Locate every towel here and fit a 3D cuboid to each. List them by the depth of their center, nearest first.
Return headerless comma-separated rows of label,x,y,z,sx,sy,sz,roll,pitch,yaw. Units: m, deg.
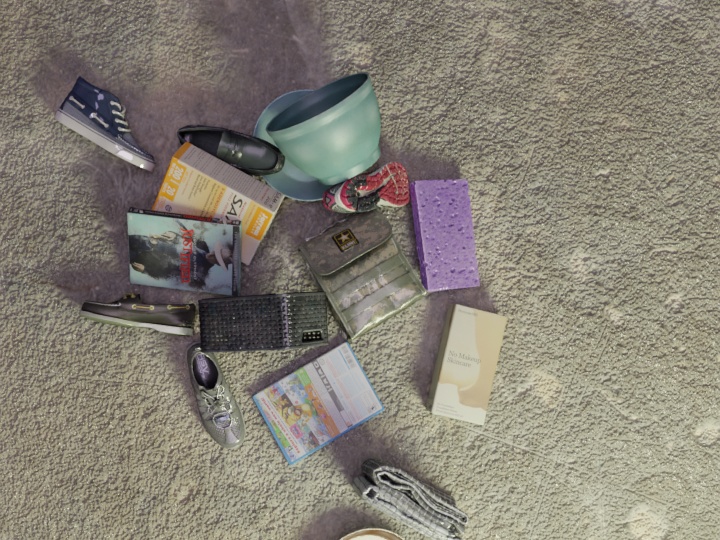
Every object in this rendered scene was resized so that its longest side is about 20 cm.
towel,0.090,0.401,1.708,0.199,0.166,0.086,30,79,-4

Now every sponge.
sponge,0.154,-0.065,1.787,0.110,0.030,0.202,-5,87,-23

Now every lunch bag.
lunch bag,0.000,0.000,1.742,0.163,0.118,0.201,-29,84,-8

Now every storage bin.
storage bin,-0.166,0.088,1.674,0.198,0.135,0.095,-6,87,30

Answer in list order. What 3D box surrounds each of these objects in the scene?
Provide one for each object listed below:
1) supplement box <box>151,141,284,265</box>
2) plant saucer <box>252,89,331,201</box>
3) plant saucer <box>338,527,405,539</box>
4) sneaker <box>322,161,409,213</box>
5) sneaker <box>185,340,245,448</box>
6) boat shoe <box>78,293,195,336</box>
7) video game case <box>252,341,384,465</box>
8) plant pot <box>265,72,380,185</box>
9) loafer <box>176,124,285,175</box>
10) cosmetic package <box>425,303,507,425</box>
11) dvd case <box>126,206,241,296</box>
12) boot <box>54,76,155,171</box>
supplement box,-0.250,-0.116,1.714,0.199,0.074,0.127,28,122,-3
plant saucer,-0.097,-0.225,1.780,0.199,0.039,0.203,0,87,-6
plant saucer,0.012,0.554,1.745,0.198,0.034,0.203,-1,92,-13
sneaker,0.016,-0.146,1.734,0.199,0.074,0.082,-12,94,-48
sneaker,-0.263,0.222,1.721,0.074,0.082,0.202,-24,90,-6
boat shoe,-0.391,0.072,1.724,0.199,0.072,0.061,10,82,-12
video game case,-0.076,0.239,1.771,0.199,0.018,0.144,-29,91,-6
plant pot,-0.045,-0.232,1.681,0.199,0.200,0.135,-31,111,-6
loafer,-0.230,-0.213,1.725,0.199,0.070,0.069,17,93,14
cosmetic package,0.191,0.169,1.773,0.104,0.071,0.202,12,86,-5
dvd case,-0.307,-0.031,1.710,0.198,0.022,0.147,7,121,1
boot,-0.436,-0.259,1.730,0.199,0.073,0.091,30,91,-3
